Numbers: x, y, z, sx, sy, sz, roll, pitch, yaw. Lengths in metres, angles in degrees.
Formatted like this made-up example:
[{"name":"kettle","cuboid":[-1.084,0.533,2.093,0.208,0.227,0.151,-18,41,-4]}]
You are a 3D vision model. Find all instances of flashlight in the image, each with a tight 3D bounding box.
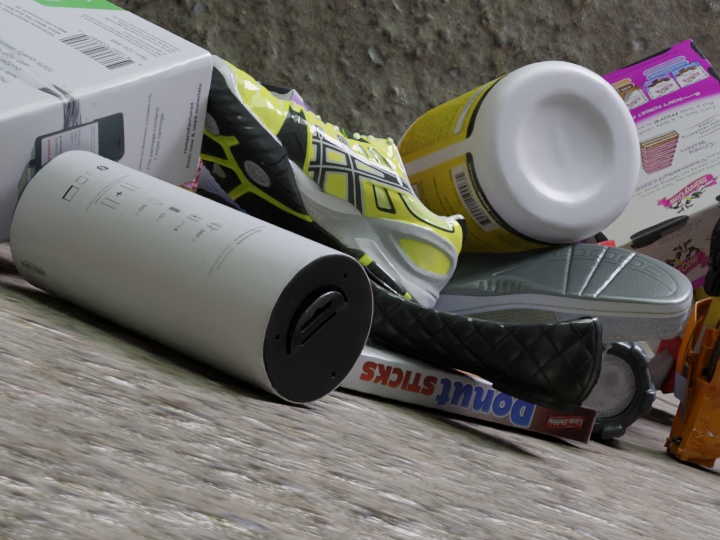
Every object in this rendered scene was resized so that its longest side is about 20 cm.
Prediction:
[{"name":"flashlight","cuboid":[0.149,0.064,1.778,0.067,0.068,0.200,15,5,-2]}]

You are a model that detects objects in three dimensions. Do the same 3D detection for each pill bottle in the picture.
[{"name":"pill bottle","cuboid":[0.087,-0.061,1.757,0.112,0.113,0.200,17,-14,-20]}]

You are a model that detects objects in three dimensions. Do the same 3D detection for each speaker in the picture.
[{"name":"speaker","cuboid":[-0.089,0.001,1.420,0.199,0.082,0.081,21,5,39]}]

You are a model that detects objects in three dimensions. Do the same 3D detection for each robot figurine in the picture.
[{"name":"robot figurine","cuboid":[0.269,0.035,1.748,0.144,0.201,0.058,18,4,-17]}]

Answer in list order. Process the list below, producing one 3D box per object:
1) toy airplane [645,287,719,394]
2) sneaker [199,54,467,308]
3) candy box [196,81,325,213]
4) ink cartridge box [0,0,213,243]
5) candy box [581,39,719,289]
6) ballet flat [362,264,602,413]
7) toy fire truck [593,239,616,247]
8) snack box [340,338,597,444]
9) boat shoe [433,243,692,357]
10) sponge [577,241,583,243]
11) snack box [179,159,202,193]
[{"name":"toy airplane","cuboid":[0.242,0.029,1.985,0.141,0.201,0.199,-6,9,-43]},{"name":"sneaker","cuboid":[-0.023,-0.056,1.612,0.200,0.077,0.075,45,-23,-13]},{"name":"candy box","cuboid":[-0.108,-0.083,2.008,0.199,0.072,0.168,14,-18,29]},{"name":"ink cartridge box","cuboid":[-0.204,-0.091,1.535,0.145,0.085,0.199,29,32,32]},{"name":"candy box","cuboid":[0.204,-0.066,1.872,0.136,0.061,0.200,-23,34,-1]},{"name":"ballet flat","cuboid":[0.047,0.024,1.539,0.199,0.057,0.066,21,5,22]},{"name":"toy fire truck","cuboid":[0.107,0.020,1.806,0.140,0.049,0.200,-15,-1,7]},{"name":"snack box","cuboid":[0.043,0.064,1.578,0.199,0.024,0.072,15,4,-40]},{"name":"boat shoe","cuboid":[0.104,0.028,1.658,0.200,0.065,0.074,-2,25,21]},{"name":"sponge","cuboid":[0.209,-0.036,1.909,0.111,0.200,0.030,15,-42,43]},{"name":"snack box","cuboid":[-0.201,-0.081,1.879,0.141,0.053,0.200,19,-14,-18]}]
